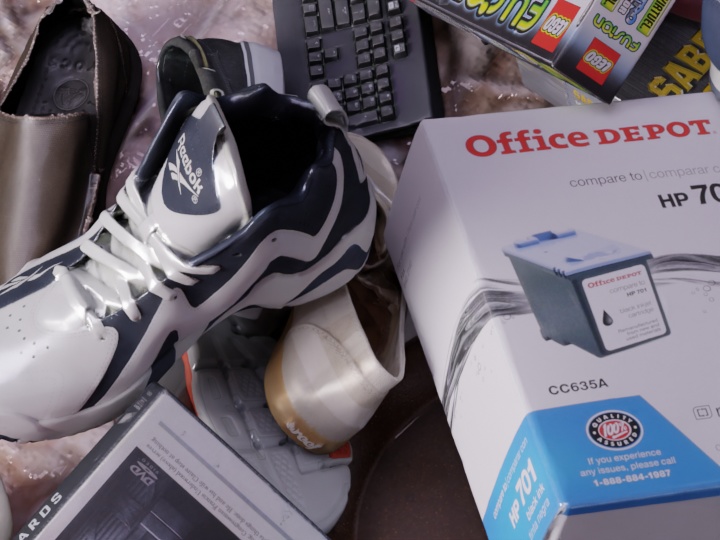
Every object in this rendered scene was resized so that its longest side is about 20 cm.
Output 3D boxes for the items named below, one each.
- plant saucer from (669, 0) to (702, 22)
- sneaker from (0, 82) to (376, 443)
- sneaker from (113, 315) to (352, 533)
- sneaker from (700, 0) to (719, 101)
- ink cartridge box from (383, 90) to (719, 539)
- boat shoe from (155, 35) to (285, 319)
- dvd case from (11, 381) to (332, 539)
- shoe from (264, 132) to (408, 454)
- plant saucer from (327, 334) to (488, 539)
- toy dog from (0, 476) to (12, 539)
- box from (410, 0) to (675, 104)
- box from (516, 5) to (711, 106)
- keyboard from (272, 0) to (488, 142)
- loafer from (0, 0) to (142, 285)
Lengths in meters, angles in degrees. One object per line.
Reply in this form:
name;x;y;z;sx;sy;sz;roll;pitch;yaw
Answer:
plant saucer;0.193;-0.205;1.357;0.199;0.051;0.201;-6;58;9
sneaker;-0.083;-0.015;1.162;0.198;0.130;0.080;-21;61;-14
sneaker;-0.069;0.065;1.290;0.077;0.082;0.200;9;32;-35
sneaker;0.240;-0.117;1.212;0.199;0.082;0.070;-8;38;9
ink cartridge box;0.109;0.030;1.209;0.146;0.086;0.201;-7;55;-17
boat shoe;-0.066;-0.045;1.324;0.056;0.069;0.200;14;29;-12
dvd case;-0.096;0.168;1.181;0.200;0.150;0.025;-49;19;-6
shoe;0.000;0.000;1.290;0.053;0.070;0.201;-41;26;31
plant saucer;0.076;0.107;1.257;0.199;0.035;0.201;-5;57;8
toy dog;-0.233;0.151;1.203;0.199;0.194;0.140;-22;66;-13
box;0.086;-0.150;1.304;0.110;0.035;0.200;-58;26;3
box;0.195;-0.128;1.367;0.158;0.048;0.200;36;72;27
keyboard;0.017;-0.152;1.434;0.126;0.021;0.201;-10;58;5
loafer;-0.156;-0.047;1.373;0.073;0.071;0.201;1;59;12
